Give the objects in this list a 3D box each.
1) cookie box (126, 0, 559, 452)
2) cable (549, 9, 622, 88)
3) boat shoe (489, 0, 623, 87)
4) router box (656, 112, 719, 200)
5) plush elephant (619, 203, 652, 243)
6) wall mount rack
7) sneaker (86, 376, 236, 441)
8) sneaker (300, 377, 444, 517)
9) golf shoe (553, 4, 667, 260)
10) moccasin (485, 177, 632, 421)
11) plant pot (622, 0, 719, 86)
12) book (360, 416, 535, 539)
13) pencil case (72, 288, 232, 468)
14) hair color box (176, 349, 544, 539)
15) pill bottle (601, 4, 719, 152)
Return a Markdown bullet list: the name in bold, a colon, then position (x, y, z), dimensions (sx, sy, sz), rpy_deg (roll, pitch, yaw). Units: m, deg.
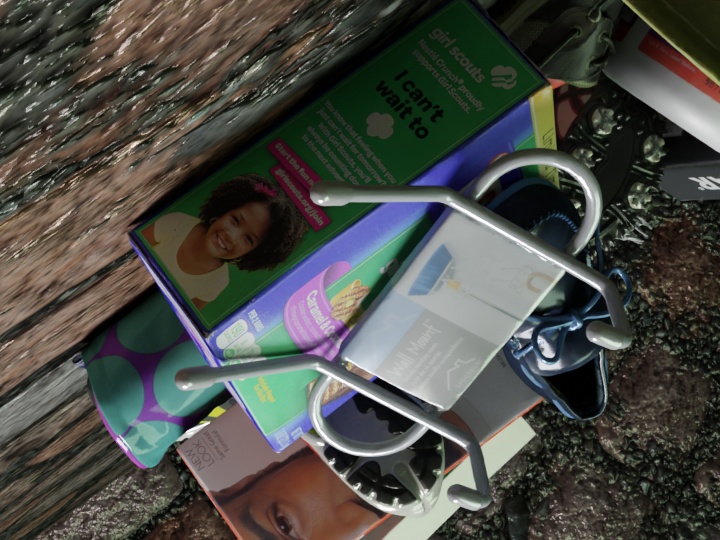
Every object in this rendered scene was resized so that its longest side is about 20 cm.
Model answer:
- **cookie box**: position (0.002, -0.019, 0.847), dimensions (0.199, 0.075, 0.171), rpy_deg (-37, 156, -8)
- **cable**: position (0.094, -0.111, 1.062), dimensions (0.098, 0.050, 0.200), rpy_deg (-59, -173, -33)
- **boat shoe**: position (0.111, -0.130, 0.936), dimensions (0.199, 0.065, 0.073), rpy_deg (-36, 180, 29)
- **router box**: position (0.267, -0.120, 1.024), dimensions (0.199, 0.051, 0.150), rpy_deg (0, -116, 61)
- **plush elephant**: position (0.167, -0.106, 1.368), dimensions (0.199, 0.164, 0.156), rpy_deg (6, -108, 46)
- **wall mount rack**: position (0.020, 0.024, 0.772), dimensions (0.200, 0.173, 0.075), rpy_deg (-53, -157, 28)
- **sneaker**: position (-0.090, 0.065, 1.124), dimensions (0.198, 0.075, 0.085), rpy_deg (-2, 156, 9)
- **sneaker**: position (-0.027, 0.063, 0.961), dimensions (0.077, 0.201, 0.085), rpy_deg (-35, 163, -8)
- **golf shoe**: position (0.148, -0.098, 1.068), dimensions (0.088, 0.077, 0.202), rpy_deg (1, -113, 57)
- **moccasin**: position (0.107, 0.018, 0.880), dimensions (0.080, 0.068, 0.200), rpy_deg (-38, 152, 0)
- **plant pot**: position (0.181, -0.151, 0.585), dimensions (0.190, 0.200, 0.200), rpy_deg (-51, 173, 18)
- **book**: position (0.016, 0.100, 1.156), dimensions (0.134, 0.048, 0.200), rpy_deg (-44, -142, -2)
- **pencil case**: position (-0.077, 0.029, 1.038), dimensions (0.199, 0.085, 0.092), rpy_deg (-36, 161, 0)
- **hair color box**: position (0.000, 0.095, 1.035), dimensions (0.199, 0.111, 0.064), rpy_deg (-37, 173, -5)
- **pill bottle**: position (0.229, -0.171, 0.954), dimensions (0.201, 0.112, 0.112), rpy_deg (-57, 173, 10)
